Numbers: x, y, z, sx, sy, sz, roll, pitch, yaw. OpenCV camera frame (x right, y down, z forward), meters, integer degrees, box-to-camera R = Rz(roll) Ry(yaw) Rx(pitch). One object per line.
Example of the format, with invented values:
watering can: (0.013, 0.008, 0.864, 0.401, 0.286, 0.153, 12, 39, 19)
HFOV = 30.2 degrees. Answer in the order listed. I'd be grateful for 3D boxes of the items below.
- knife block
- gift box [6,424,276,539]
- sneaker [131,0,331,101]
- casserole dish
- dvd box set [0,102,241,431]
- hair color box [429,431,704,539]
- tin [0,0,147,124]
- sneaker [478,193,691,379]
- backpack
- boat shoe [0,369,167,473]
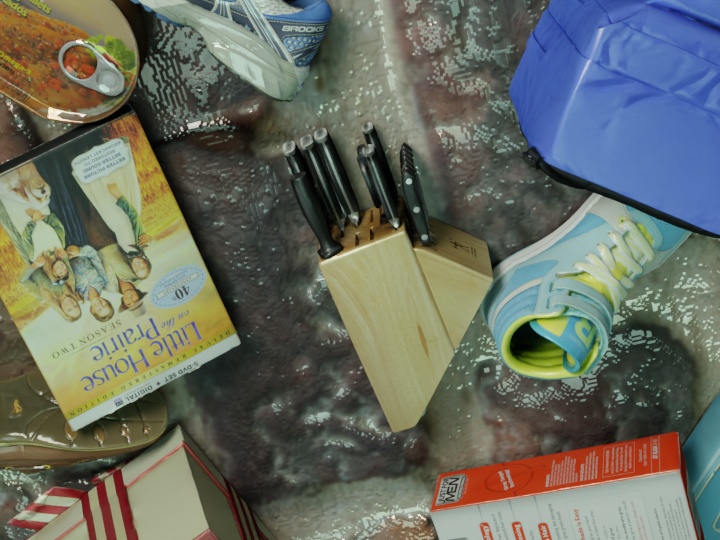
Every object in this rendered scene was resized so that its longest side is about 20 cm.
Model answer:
knife block: (0.000, 0.000, 0.980, 0.174, 0.064, 0.201, 22, 114, -9)
gift box: (-0.164, 0.253, 1.032, 0.199, 0.187, 0.185, -32, 115, -2)
sneaker: (-0.104, -0.202, 0.886, 0.199, 0.077, 0.085, 33, 102, -23)
casserole dish: (0.318, 0.168, 1.076, 0.120, 0.039, 0.201, 23, 113, -11)
dvd box set: (-0.190, 0.000, 0.973, 0.145, 0.029, 0.201, -26, 114, -10)
hair color box: (0.165, 0.201, 1.058, 0.198, 0.061, 0.102, -12, 110, 16)
tin: (-0.236, -0.180, 0.897, 0.199, 0.042, 0.112, 32, 128, -14)
sneaker: (0.175, 0.007, 0.946, 0.200, 0.131, 0.080, -39, 109, 17)
backpack: (0.193, -0.124, 0.847, 0.161, 0.200, 0.169, 26, 104, -10)
boat shoe: (-0.250, 0.121, 1.044, 0.198, 0.073, 0.068, -3, 150, -7)
